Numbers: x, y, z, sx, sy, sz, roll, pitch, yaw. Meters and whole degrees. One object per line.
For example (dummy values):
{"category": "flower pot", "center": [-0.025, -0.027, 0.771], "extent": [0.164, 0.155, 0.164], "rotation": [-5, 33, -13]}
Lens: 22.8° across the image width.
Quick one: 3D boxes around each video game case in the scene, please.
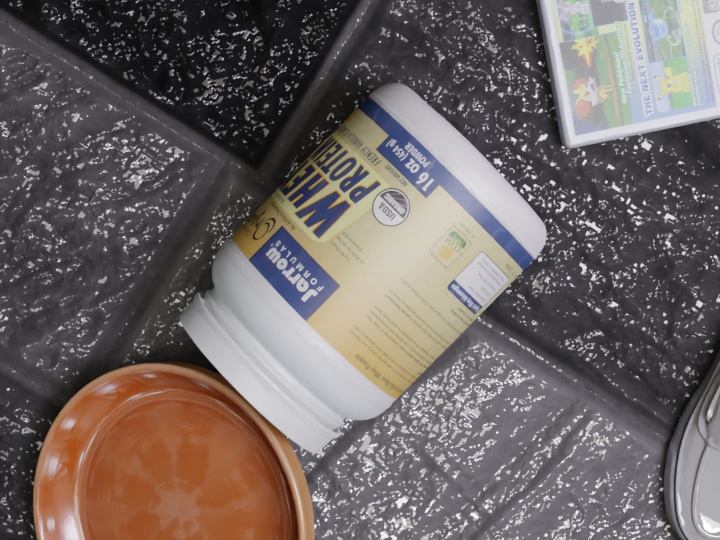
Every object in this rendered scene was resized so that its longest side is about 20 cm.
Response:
{"category": "video game case", "center": [0.202, -0.195, 1.151], "extent": [0.182, 0.022, 0.201], "rotation": [-12, 99, -3]}

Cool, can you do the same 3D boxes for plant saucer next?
{"category": "plant saucer", "center": [-0.117, 0.156, 1.127], "extent": [0.200, 0.032, 0.201], "rotation": [3, 97, 25]}

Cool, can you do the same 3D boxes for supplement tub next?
{"category": "supplement tub", "center": [0.000, 0.000, 1.097], "extent": [0.144, 0.144, 0.200], "rotation": [44, 92, -8]}

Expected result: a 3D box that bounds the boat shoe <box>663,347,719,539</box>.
{"category": "boat shoe", "center": [0.259, 0.095, 1.167], "extent": [0.072, 0.066, 0.201], "rotation": [24, 94, -7]}
